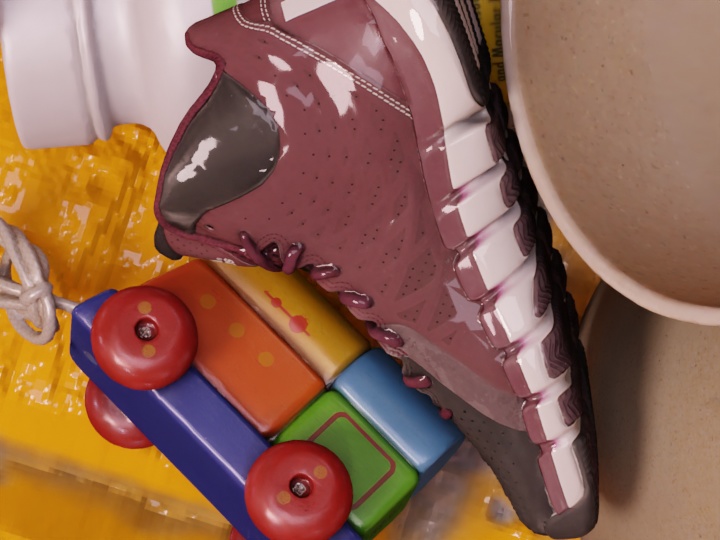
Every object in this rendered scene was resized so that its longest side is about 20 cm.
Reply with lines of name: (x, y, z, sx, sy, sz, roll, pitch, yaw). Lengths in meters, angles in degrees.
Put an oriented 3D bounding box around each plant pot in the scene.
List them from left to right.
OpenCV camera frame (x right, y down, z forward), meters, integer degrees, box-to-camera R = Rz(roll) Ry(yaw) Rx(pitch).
plant pot: (0.167, 0.049, 0.957, 0.200, 0.134, 0.201, 0, 85, 0)

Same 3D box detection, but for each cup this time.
cup: (0.158, -0.082, 0.869, 0.143, 0.200, 0.201, 3, 84, -38)

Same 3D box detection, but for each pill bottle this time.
pill bottle: (-0.015, -0.091, 0.980, 0.199, 0.111, 0.111, -7, 85, -1)

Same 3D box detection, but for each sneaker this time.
sneaker: (0.000, 0.000, 0.930, 0.115, 0.076, 0.200, -16, 105, 10)

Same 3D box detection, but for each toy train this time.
toy train: (-0.046, 0.004, 0.994, 0.116, 0.085, 0.200, -42, 80, -19)
